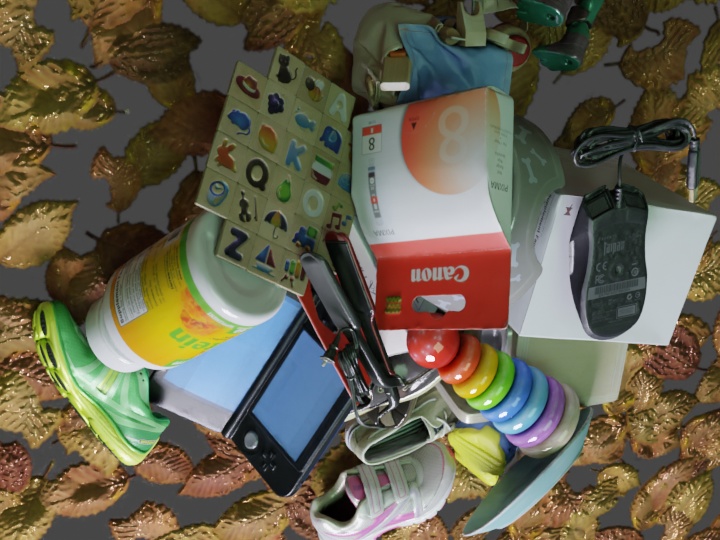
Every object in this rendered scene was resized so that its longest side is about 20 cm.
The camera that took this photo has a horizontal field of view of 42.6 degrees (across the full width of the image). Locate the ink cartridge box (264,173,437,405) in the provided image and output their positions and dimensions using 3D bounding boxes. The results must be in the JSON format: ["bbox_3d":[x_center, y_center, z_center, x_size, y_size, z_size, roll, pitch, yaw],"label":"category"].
[{"bbox_3d":[0.000,0.000,0.915,0.043,0.174,0.202,-15,113,30],"label":"ink cartridge box"}]

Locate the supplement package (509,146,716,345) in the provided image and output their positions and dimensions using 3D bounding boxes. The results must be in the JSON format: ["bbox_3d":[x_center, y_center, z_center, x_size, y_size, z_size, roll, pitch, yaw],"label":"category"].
[{"bbox_3d":[0.219,-0.036,0.975,0.188,0.200,0.149,5,112,-22],"label":"supplement package"}]

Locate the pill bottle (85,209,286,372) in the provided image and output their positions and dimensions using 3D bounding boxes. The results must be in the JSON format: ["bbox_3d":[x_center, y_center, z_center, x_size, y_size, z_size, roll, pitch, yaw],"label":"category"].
[{"bbox_3d":[-0.171,0.027,0.869,0.198,0.112,0.111,-27,128,37],"label":"pill bottle"}]

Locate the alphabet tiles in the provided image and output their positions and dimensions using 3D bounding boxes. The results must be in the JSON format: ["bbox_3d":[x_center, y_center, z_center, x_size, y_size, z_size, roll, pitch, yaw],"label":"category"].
[{"bbox_3d":[-0.064,-0.089,0.834,0.165,0.006,0.203,26,71,-37],"label":"alphabet tiles"}]

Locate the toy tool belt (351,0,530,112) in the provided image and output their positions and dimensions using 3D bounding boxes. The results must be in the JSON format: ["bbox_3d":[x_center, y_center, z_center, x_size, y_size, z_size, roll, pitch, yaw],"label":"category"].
[{"bbox_3d":[0.095,-0.199,0.896,0.197,0.123,0.127,-8,117,-17],"label":"toy tool belt"}]

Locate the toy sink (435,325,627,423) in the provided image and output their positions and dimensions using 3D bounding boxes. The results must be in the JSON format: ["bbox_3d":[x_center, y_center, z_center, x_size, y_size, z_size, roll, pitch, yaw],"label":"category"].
[{"bbox_3d":[0.186,0.081,1.058,0.196,0.131,0.114,-5,116,-17],"label":"toy sink"}]

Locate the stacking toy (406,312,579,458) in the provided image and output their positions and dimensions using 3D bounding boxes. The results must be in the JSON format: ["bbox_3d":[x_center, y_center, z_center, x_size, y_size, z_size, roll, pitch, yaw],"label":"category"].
[{"bbox_3d":[0.129,0.108,0.936,0.199,0.085,0.086,36,99,-22],"label":"stacking toy"}]

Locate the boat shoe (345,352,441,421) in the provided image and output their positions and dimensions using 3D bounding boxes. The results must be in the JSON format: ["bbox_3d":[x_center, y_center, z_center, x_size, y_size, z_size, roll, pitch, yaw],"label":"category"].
[{"bbox_3d":[0.017,0.118,1.006,0.199,0.074,0.065,-33,165,22],"label":"boat shoe"}]

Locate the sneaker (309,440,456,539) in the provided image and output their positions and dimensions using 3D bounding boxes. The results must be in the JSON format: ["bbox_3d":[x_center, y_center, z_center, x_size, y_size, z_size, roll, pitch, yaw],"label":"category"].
[{"bbox_3d":[0.024,0.266,1.095,0.199,0.082,0.088,-35,140,3],"label":"sneaker"}]

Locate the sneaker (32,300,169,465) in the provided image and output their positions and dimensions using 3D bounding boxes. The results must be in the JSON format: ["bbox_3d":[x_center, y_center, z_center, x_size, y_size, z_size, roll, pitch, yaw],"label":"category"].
[{"bbox_3d":[-0.266,0.105,0.946,0.083,0.074,0.202,-41,121,-26],"label":"sneaker"}]

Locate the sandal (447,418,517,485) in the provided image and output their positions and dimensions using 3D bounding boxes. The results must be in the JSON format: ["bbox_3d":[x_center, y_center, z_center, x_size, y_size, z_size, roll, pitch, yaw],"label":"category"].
[{"bbox_3d":[0.156,0.196,1.100,0.079,0.200,0.087,37,80,12],"label":"sandal"}]

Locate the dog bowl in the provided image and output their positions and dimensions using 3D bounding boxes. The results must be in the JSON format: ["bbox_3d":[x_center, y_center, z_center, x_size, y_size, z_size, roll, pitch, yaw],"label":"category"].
[{"bbox_3d":[0.096,-0.059,0.877,0.058,0.200,0.202,14,110,-41],"label":"dog bowl"}]

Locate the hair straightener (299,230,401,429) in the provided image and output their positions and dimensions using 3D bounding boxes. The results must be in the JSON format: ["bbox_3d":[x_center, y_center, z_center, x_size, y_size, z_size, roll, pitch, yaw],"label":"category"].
[{"bbox_3d":[-0.014,0.069,0.854,0.077,0.041,0.203,-37,120,-35],"label":"hair straightener"}]

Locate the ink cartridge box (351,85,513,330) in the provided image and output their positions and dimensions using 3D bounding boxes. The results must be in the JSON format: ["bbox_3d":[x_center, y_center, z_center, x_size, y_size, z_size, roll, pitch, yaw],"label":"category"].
[{"bbox_3d":[0.058,-0.050,0.827,0.050,0.161,0.204,12,79,-46],"label":"ink cartridge box"}]

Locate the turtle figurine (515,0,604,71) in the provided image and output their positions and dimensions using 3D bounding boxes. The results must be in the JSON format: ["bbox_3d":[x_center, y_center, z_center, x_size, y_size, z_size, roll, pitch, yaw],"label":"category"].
[{"bbox_3d":[0.217,-0.300,0.880,0.149,0.100,0.202,39,69,-33],"label":"turtle figurine"}]

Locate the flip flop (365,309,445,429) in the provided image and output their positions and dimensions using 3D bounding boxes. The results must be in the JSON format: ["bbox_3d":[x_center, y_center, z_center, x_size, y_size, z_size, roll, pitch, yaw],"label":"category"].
[{"bbox_3d":[0.063,0.085,1.053,0.057,0.080,0.203,-1,113,-61],"label":"flip flop"}]

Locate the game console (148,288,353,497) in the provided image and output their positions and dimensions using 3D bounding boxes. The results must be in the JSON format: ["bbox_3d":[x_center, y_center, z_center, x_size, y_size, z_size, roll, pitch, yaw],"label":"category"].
[{"bbox_3d":[-0.104,0.111,0.977,0.118,0.170,0.202,17,110,-54],"label":"game console"}]

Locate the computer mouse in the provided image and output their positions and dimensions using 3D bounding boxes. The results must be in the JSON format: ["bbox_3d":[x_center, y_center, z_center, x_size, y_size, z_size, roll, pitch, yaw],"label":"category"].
[{"bbox_3d":[0.247,-0.044,0.844,0.138,0.046,0.203,-16,113,-18],"label":"computer mouse"}]

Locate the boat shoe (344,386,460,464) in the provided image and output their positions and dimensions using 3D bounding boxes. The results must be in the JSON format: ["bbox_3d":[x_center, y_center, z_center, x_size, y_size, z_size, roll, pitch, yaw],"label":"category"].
[{"bbox_3d":[0.079,0.179,1.103,0.197,0.062,0.073,-24,120,-9],"label":"boat shoe"}]

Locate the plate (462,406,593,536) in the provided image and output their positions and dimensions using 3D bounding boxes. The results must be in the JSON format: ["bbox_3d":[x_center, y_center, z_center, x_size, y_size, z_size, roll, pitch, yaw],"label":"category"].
[{"bbox_3d":[0.190,0.228,1.019,0.026,0.200,0.200,44,95,8],"label":"plate"}]
